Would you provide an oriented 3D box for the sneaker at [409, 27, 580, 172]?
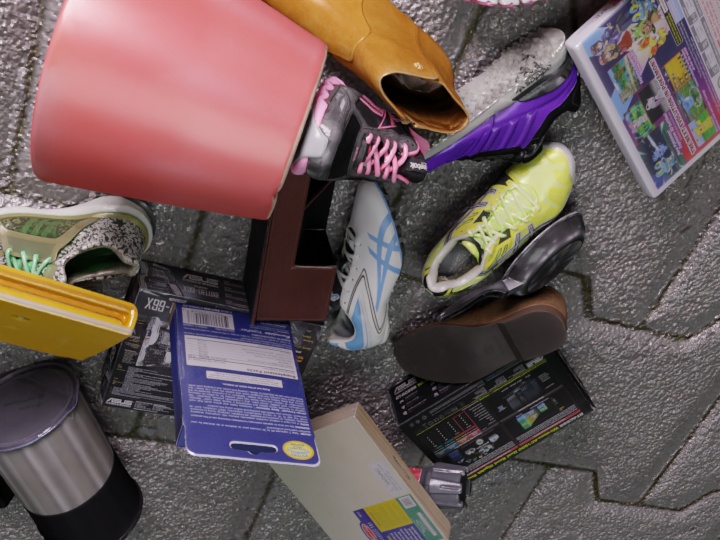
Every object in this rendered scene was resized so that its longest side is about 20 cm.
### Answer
[{"bbox_3d":[0.121,-0.128,0.875,0.199,0.070,0.100,-31,129,12],"label":"sneaker"}]

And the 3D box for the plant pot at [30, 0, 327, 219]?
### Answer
[{"bbox_3d":[-0.129,-0.134,0.711,0.175,0.201,0.202,19,121,-9],"label":"plant pot"}]

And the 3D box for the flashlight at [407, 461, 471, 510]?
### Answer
[{"bbox_3d":[0.024,0.241,1.085,0.197,0.068,0.069,2,127,19],"label":"flashlight"}]

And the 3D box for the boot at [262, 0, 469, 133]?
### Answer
[{"bbox_3d":[-0.001,-0.189,0.753,0.199,0.145,0.071,23,118,-27],"label":"boot"}]

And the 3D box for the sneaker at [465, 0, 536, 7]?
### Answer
[{"bbox_3d":[0.150,-0.272,0.775,0.197,0.074,0.088,-7,122,-7],"label":"sneaker"}]

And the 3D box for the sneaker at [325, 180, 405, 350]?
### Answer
[{"bbox_3d":[0.000,0.000,0.940,0.072,0.072,0.202,-10,128,-19],"label":"sneaker"}]

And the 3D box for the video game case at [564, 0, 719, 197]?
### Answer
[{"bbox_3d":[0.299,-0.195,0.870,0.182,0.023,0.200,-42,126,0],"label":"video game case"}]

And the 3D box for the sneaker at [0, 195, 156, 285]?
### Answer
[{"bbox_3d":[-0.285,-0.011,0.855,0.197,0.089,0.078,-14,128,-3],"label":"sneaker"}]

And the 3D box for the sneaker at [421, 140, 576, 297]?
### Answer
[{"bbox_3d":[0.138,-0.041,0.927,0.075,0.076,0.200,41,111,2],"label":"sneaker"}]

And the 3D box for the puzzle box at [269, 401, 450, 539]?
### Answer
[{"bbox_3d":[-0.005,0.242,1.042,0.132,0.026,0.201,-23,115,26],"label":"puzzle box"}]

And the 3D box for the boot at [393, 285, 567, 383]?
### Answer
[{"bbox_3d":[0.132,0.068,1.028,0.198,0.076,0.074,-15,114,24],"label":"boot"}]

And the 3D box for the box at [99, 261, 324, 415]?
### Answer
[{"bbox_3d":[-0.157,0.085,0.982,0.198,0.050,0.159,12,122,-21],"label":"box"}]

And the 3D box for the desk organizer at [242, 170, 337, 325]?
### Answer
[{"bbox_3d":[-0.059,-0.048,0.893,0.076,0.072,0.202,1,126,-17],"label":"desk organizer"}]

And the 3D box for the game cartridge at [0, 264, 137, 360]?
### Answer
[{"bbox_3d":[-0.312,0.037,0.852,0.175,0.033,0.199,19,161,-25],"label":"game cartridge"}]

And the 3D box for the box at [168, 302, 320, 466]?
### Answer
[{"bbox_3d":[-0.110,0.108,0.852,0.120,0.201,0.033,10,121,-20],"label":"box"}]

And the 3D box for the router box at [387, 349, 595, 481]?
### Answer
[{"bbox_3d":[0.152,0.151,1.095,0.199,0.062,0.150,-32,126,11],"label":"router box"}]

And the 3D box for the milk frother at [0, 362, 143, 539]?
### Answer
[{"bbox_3d":[-0.341,0.238,0.960,0.178,0.201,0.190,-14,128,3],"label":"milk frother"}]

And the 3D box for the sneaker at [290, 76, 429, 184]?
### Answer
[{"bbox_3d":[0.009,-0.100,0.754,0.095,0.200,0.080,27,106,9],"label":"sneaker"}]

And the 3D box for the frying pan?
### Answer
[{"bbox_3d":[0.166,-0.004,0.944,0.189,0.031,0.115,-22,152,-43],"label":"frying pan"}]
